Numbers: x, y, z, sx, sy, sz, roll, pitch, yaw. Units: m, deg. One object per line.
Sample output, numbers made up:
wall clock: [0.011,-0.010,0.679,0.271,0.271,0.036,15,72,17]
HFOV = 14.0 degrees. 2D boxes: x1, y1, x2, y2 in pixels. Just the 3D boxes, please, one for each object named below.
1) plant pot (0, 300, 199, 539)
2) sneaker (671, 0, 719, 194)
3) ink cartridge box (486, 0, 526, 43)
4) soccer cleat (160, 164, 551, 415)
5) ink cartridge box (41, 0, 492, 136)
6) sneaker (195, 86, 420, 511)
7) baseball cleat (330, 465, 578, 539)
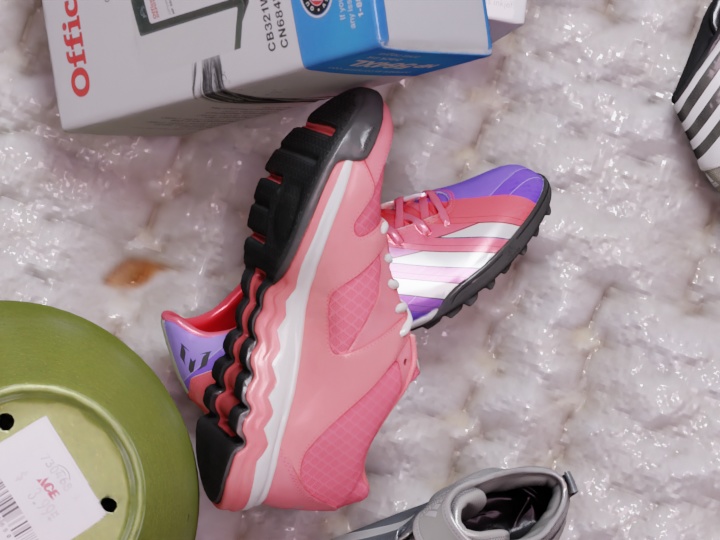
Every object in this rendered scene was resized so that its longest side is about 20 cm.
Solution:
plant pot: [-0.150,0.100,1.274,0.187,0.200,0.187,1,86,-11]
sneaker: [0.242,-0.113,1.428,0.200,0.076,0.115,-31,94,-9]
ink cartridge box: [0.029,-0.219,1.400,0.116,0.068,0.200,8,84,-10]
soccer cleat: [0.000,0.000,1.374,0.200,0.068,0.073,-35,108,-8]
ink cartridge box: [-0.050,-0.147,1.309,0.084,0.200,0.146,-4,84,-51]
sneaker: [-0.010,0.016,1.317,0.087,0.074,0.200,13,101,-21]
baseball cleat: [0.009,0.140,1.349,0.200,0.106,0.070,-31,78,-16]
